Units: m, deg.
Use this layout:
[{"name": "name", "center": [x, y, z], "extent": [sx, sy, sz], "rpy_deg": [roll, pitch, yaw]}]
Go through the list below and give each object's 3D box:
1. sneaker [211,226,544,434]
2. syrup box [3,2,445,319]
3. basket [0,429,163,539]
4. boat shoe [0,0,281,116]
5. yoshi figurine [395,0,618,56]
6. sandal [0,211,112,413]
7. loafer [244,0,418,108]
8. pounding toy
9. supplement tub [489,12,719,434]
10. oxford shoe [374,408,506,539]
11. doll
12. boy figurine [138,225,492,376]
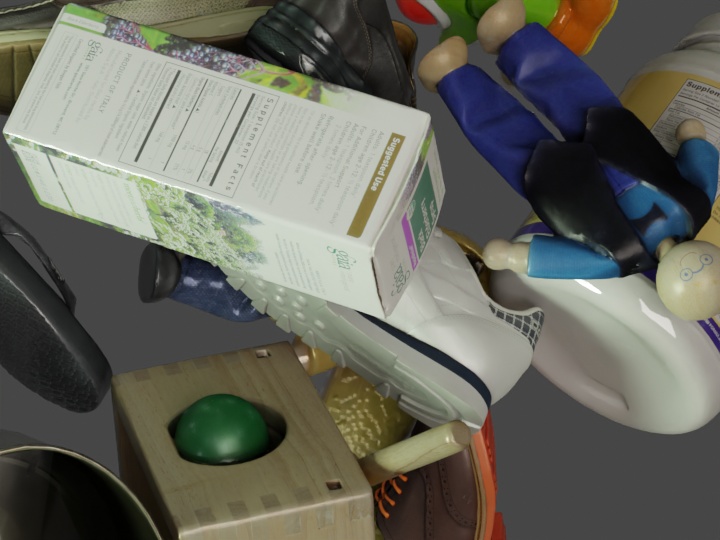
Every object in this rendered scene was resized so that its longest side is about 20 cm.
[{"name": "sneaker", "center": [0.000, 0.000, 1.306], "extent": [0.200, 0.076, 0.081], "rpy_deg": [37, 69, -2]}, {"name": "syrup box", "center": [-0.064, -0.054, 1.230], "extent": [0.200, 0.079, 0.082], "rpy_deg": [17, 68, 15]}, {"name": "basket", "center": [-0.178, 0.154, 1.278], "extent": [0.136, 0.200, 0.181], "rpy_deg": [-8, 101, -15]}, {"name": "boat shoe", "center": [-0.128, -0.126, 1.323], "extent": [0.199, 0.073, 0.065], "rpy_deg": [-4, 61, -3]}, {"name": "yoshi figurine", "center": [0.041, -0.189, 1.344], "extent": [0.200, 0.112, 0.112], "rpy_deg": [12, 79, -14]}, {"name": "sandal", "center": [-0.192, -0.008, 1.321], "extent": [0.043, 0.076, 0.200], "rpy_deg": [-47, 110, -32]}, {"name": "loafer", "center": [0.006, -0.097, 1.308], "extent": [0.073, 0.200, 0.072], "rpy_deg": [38, 84, 21]}, {"name": "pounding toy", "center": [-0.037, 0.132, 1.294], "extent": [0.142, 0.184, 0.200], "rpy_deg": [-11, 120, -14]}, {"name": "supplement tub", "center": [0.178, -0.027, 1.361], "extent": [0.145, 0.145, 0.200], "rpy_deg": [45, 66, -17]}, {"name": "oxford shoe", "center": [0.040, 0.120, 1.386], "extent": [0.072, 0.071, 0.200], "rpy_deg": [-5, 116, 5]}, {"name": "doll", "center": [0.113, -0.046, 1.267], "extent": [0.136, 0.048, 0.200], "rpy_deg": [-36, 66, -16]}, {"name": "boy figurine", "center": [-0.020, 0.002, 1.372], "extent": [0.200, 0.064, 0.125], "rpy_deg": [10, 92, -14]}]
